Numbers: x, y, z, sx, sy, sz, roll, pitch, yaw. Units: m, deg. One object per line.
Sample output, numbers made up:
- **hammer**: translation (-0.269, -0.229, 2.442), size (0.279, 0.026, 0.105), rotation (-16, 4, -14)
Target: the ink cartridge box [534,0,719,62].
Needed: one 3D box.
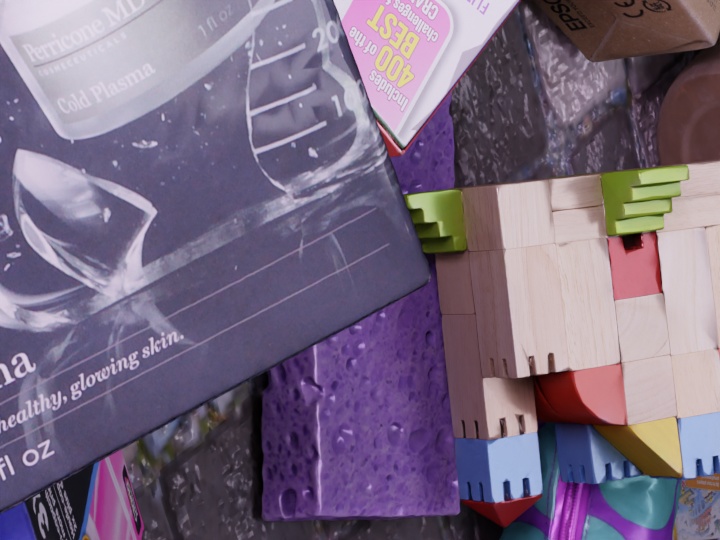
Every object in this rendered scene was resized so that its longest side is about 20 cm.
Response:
- **ink cartridge box**: translation (0.101, -0.216, 1.156), size (0.200, 0.075, 0.165), rotation (42, 52, -44)

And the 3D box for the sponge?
- **sponge**: translation (0.000, 0.000, 1.026), size (0.112, 0.030, 0.200), rotation (6, 81, -56)

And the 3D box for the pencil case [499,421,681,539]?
- **pencil case**: translation (0.093, 0.126, 1.100), size (0.092, 0.085, 0.200), rotation (50, 46, -62)

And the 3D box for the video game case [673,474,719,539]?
- **video game case**: translation (0.137, 0.093, 1.228), size (0.143, 0.018, 0.200), rotation (13, 76, -55)

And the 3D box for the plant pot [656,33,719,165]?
- **plant pot**: translation (0.244, -0.080, 1.282), size (0.174, 0.200, 0.201), rotation (-26, 109, -34)

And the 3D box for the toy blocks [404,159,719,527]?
- **toy blocks**: translation (0.110, 0.027, 1.042), size (0.200, 0.100, 0.137), rotation (-8, 93, -31)

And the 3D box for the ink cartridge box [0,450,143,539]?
- **ink cartridge box**: translation (-0.101, 0.085, 0.779), size (0.200, 0.037, 0.095), rotation (-84, 162, -68)

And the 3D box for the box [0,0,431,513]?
- **box**: translation (-0.115, -0.049, 0.709), size (0.200, 0.124, 0.197), rotation (-28, 112, -19)

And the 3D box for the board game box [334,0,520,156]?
- **board game box**: translation (0.015, -0.166, 0.979), size (0.153, 0.040, 0.200), rotation (49, 64, -24)
